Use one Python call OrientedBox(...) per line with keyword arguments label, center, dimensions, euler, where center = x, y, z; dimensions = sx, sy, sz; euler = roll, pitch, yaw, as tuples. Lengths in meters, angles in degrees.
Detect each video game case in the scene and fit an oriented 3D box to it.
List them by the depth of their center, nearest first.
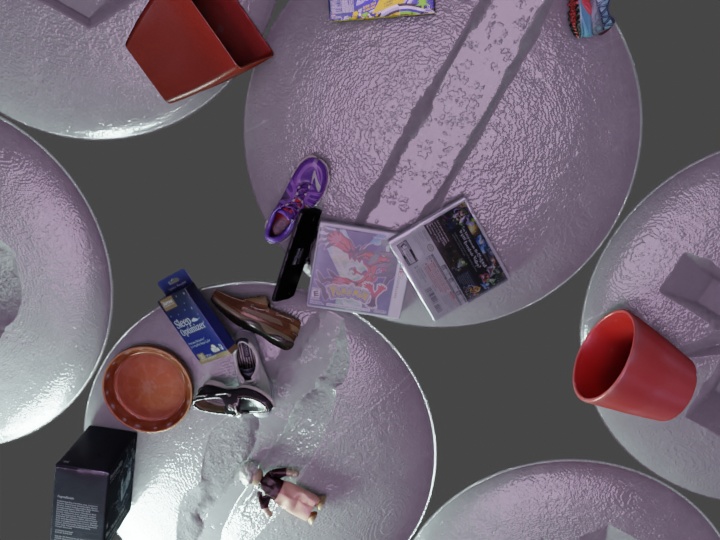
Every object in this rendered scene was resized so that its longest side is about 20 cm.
OrientedBox(label="video game case", center=(0.181, -0.023, 1.715), dimensions=(0.182, 0.023, 0.200), euler=(-30, 104, 5))
OrientedBox(label="video game case", center=(0.000, 0.000, 1.731), dimensions=(0.200, 0.023, 0.183), euler=(8, 105, -6))

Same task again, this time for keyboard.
OrientedBox(label="keyboard", center=(-0.135, -0.036, 1.710), dimensions=(0.040, 0.104, 0.200), euler=(27, 106, 25))

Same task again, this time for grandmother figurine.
OrientedBox(label="grandmother figurine", center=(-0.182, 0.490, 1.866), dimensions=(0.200, 0.061, 0.121), euler=(32, 77, -2))

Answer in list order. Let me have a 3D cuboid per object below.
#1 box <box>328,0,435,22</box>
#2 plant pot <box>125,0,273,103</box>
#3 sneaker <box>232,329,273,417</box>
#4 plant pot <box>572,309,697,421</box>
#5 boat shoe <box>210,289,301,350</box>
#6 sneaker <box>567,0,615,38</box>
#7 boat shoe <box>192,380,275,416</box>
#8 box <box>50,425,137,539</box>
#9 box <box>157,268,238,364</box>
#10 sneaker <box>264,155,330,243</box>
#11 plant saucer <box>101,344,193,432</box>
OrientedBox(label="box", center=(0.040, -0.508, 1.586), dimensions=(0.199, 0.070, 0.064), euler=(-3, 105, 4))
OrientedBox(label="plant pot", center=(-0.314, -0.426, 1.576), dimensions=(0.176, 0.200, 0.200), euler=(-31, 101, 22))
OrientedBox(label="sneaker", center=(-0.236, 0.228, 1.791), dimensions=(0.073, 0.071, 0.200), euler=(-14, 103, 7))
OrientedBox(label="plant pot", center=(0.556, 0.203, 1.685), dimensions=(0.177, 0.200, 0.201), euler=(26, 105, -12))
OrientedBox(label="boat shoe", center=(-0.215, 0.091, 1.762), dimensions=(0.200, 0.076, 0.074), euler=(29, 72, 4))
OrientedBox(label="sneaker", center=(0.435, -0.539, 1.562), dimensions=(0.095, 0.079, 0.200), euler=(-8, 112, -4))
OrientedBox(label="boat shoe", center=(-0.268, 0.277, 1.766), dimensions=(0.200, 0.060, 0.074), euler=(7, 131, 31))
OrientedBox(label="box", center=(-0.570, 0.470, 1.809), dimensions=(0.117, 0.197, 0.200), euler=(8, 105, 1))
OrientedBox(label="box", center=(-0.349, 0.099, 1.755), dimensions=(0.121, 0.032, 0.200), euler=(-22, 104, 46))
OrientedBox(label="sneaker", center=(-0.127, -0.135, 1.686), dimensions=(0.081, 0.083, 0.200), euler=(29, 104, -4))
OrientedBox(label="plant saucer", center=(-0.461, 0.256, 1.833), dimensions=(0.200, 0.032, 0.201), euler=(1, 104, 3))
